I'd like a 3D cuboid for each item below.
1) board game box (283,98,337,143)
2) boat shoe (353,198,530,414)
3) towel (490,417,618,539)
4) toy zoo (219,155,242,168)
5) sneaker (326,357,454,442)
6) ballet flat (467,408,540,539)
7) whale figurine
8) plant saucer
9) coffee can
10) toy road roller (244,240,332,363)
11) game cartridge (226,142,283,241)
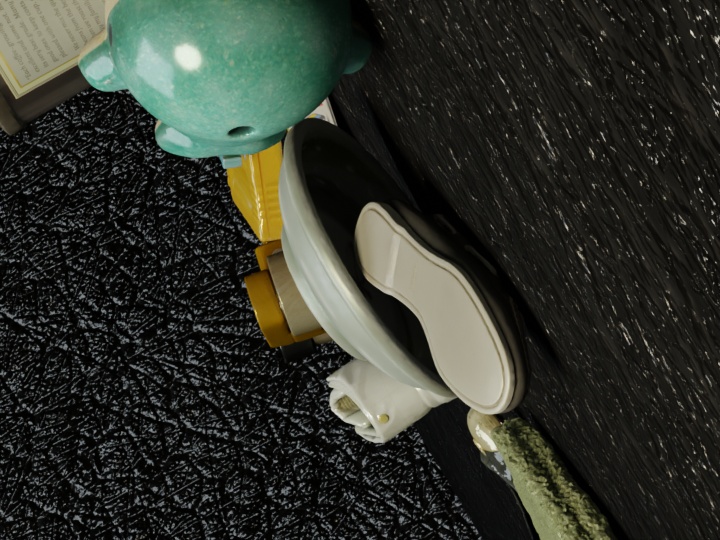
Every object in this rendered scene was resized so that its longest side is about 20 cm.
[{"bbox_3d":[-0.020,-0.050,1.831,0.126,0.035,0.200,-135,26,-78],"label":"board game box"},{"bbox_3d":[0.060,0.015,1.367,0.200,0.057,0.067,50,135,52],"label":"boat shoe"},{"bbox_3d":[0.149,0.186,1.577,0.148,0.036,0.200,62,177,-25],"label":"towel"},{"bbox_3d":[-0.108,-0.175,1.772,0.131,0.020,0.200,164,97,-81],"label":"toy zoo"},{"bbox_3d":[0.022,0.056,1.703,0.074,0.116,0.200,59,180,-16],"label":"sneaker"},{"bbox_3d":[0.124,0.182,1.739,0.200,0.057,0.066,61,180,-22],"label":"ballet flat"},{"bbox_3d":[-0.070,-0.101,1.287,0.200,0.159,0.104,104,159,-63],"label":"whale figurine"},{"bbox_3d":[0.000,0.000,1.509,0.200,0.050,0.200,50,-160,-25],"label":"plant saucer"},{"bbox_3d":[-0.148,-0.188,1.349,0.146,0.200,0.146,60,178,4],"label":"coffee can"},{"bbox_3d":[-0.038,-0.015,2.022,0.200,0.123,0.146,72,179,-79],"label":"toy road roller"},{"bbox_3d":[-0.092,-0.138,1.864,0.176,0.032,0.200,-130,34,-73],"label":"game cartridge"}]
